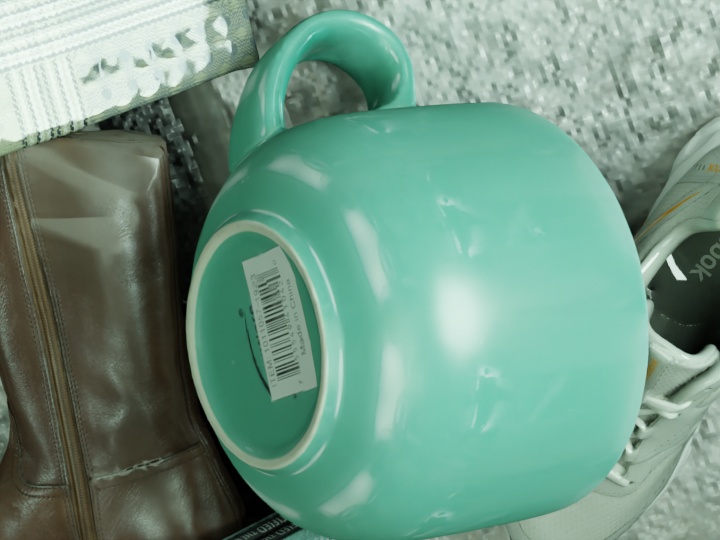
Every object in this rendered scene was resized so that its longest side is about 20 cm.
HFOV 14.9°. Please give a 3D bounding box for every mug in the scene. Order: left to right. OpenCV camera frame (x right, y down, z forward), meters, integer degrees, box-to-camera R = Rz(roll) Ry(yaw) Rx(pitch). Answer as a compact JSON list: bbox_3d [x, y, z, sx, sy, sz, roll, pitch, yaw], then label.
[{"bbox_3d":[0.000,0.011,0.979,0.185,0.114,0.152,42,128,42],"label":"mug"}]

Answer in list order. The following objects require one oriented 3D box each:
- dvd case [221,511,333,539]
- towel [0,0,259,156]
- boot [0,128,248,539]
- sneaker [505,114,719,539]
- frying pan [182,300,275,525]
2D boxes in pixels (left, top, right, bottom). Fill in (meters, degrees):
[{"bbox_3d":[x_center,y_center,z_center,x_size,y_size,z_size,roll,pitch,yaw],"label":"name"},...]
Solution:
[{"bbox_3d":[-0.047,0.169,1.033,0.022,0.200,0.146,15,115,36],"label":"dvd case"},{"bbox_3d":[-0.149,-0.133,0.972,0.035,0.200,0.193,-3,106,64],"label":"towel"},{"bbox_3d":[-0.140,0.038,1.052,0.186,0.064,0.200,-8,114,16],"label":"boot"},{"bbox_3d":[0.101,0.033,0.997,0.076,0.092,0.200,30,115,4],"label":"sneaker"},{"bbox_3d":[-0.070,0.090,1.098,0.115,0.031,0.190,17,124,17],"label":"frying pan"}]
